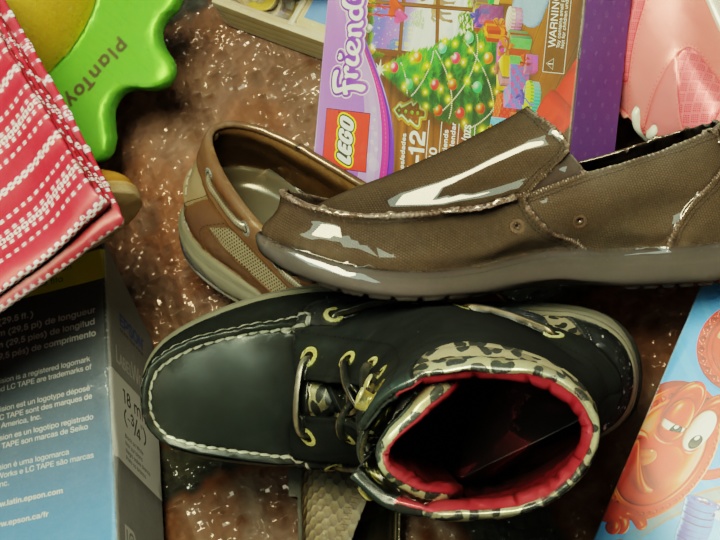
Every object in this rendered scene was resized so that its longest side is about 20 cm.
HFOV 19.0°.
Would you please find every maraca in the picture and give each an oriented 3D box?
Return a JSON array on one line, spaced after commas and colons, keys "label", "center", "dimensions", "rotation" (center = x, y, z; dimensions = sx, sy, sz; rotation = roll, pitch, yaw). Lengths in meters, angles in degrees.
[{"label": "maraca", "center": [-0.167, -0.133, 1.026], "dimensions": [0.200, 0.107, 0.137], "rotation": [44, 101, 24]}]

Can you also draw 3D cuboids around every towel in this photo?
[{"label": "towel", "center": [-0.196, -0.052, 0.903], "dimensions": [0.145, 0.022, 0.200], "rotation": [-35, 56, 3]}]

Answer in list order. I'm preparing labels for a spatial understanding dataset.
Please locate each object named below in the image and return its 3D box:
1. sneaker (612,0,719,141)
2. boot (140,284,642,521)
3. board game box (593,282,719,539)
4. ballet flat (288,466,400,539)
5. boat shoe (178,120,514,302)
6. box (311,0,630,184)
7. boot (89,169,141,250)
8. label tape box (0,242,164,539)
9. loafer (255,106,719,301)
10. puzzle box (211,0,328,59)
[{"label": "sneaker", "center": [0.148, -0.071, 0.912], "dimensions": [0.087, 0.074, 0.201], "rotation": [-22, 71, 26]}, {"label": "boot", "center": [0.001, 0.048, 0.803], "dimensions": [0.203, 0.154, 0.074], "rotation": [-2, 95, 9]}, {"label": "board game box", "center": [0.189, 0.125, 0.818], "dimensions": [0.200, 0.056, 0.196], "rotation": [18, 75, 25]}, {"label": "ballet flat", "center": [-0.001, 0.144, 0.874], "dimensions": [0.046, 0.067, 0.200], "rotation": [-13, 58, 21]}, {"label": "boat shoe", "center": [0.000, 0.000, 0.915], "dimensions": [0.200, 0.072, 0.076], "rotation": [28, 50, 23]}, {"label": "box", "center": [0.050, -0.130, 0.921], "dimensions": [0.137, 0.039, 0.201], "rotation": [10, 98, 38]}, {"label": "boot", "center": [-0.193, -0.064, 0.952], "dimensions": [0.201, 0.071, 0.144], "rotation": [-16, 70, 22]}, {"label": "label tape box", "center": [-0.166, 0.064, 0.964], "dimensions": [0.144, 0.063, 0.200], "rotation": [-14, 60, 13]}, {"label": "loafer", "center": [0.058, -0.030, 0.846], "dimensions": [0.199, 0.073, 0.071], "rotation": [-3, 99, -7]}, {"label": "puzzle box", "center": [0.044, -0.147, 1.004], "dimensions": [0.200, 0.025, 0.133], "rotation": [21, 76, 26]}]
